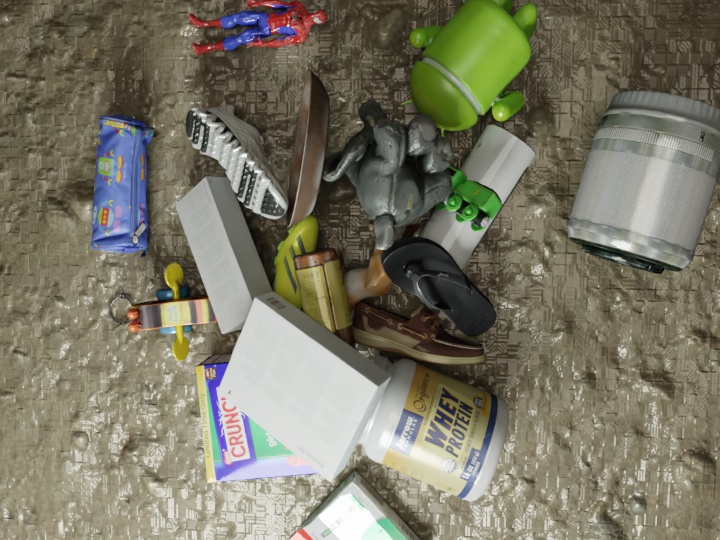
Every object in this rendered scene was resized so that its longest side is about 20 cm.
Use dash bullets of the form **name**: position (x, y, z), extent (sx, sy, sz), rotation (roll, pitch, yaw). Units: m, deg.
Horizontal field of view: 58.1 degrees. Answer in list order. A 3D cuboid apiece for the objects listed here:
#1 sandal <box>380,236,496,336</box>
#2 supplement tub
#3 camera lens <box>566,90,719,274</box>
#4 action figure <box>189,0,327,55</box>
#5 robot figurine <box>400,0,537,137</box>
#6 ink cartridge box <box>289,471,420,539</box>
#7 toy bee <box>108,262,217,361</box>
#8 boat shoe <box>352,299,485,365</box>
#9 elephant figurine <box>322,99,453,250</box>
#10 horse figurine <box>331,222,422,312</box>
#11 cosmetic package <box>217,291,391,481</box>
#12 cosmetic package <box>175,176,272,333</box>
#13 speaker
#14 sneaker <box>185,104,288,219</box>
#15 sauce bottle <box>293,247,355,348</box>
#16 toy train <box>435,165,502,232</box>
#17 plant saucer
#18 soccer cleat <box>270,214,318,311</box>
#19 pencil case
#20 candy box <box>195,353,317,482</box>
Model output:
- **sandal**: position (0.112, 0.024, 0.855), extent (0.199, 0.043, 0.076), rotation (34, 112, -24)
- **supplement tub**: position (0.089, 0.210, 0.888), extent (0.196, 0.144, 0.147), rotation (21, 96, 4)
- **camera lens**: position (0.364, -0.107, 0.830), extent (0.157, 0.160, 0.204), rotation (16, 95, 4)
- **action figure**: position (-0.144, -0.348, 0.923), extent (0.195, 0.052, 0.067), rotation (-6, 90, 4)
- **robot figurine**: position (0.146, -0.274, 0.860), extent (0.175, 0.116, 0.201), rotation (42, 95, 9)
- **ink cartridge box**: position (-0.021, 0.430, 0.964), extent (0.161, 0.050, 0.200), rotation (44, 95, 1)
- **toy bee**: position (-0.284, 0.070, 0.935), extent (0.197, 0.109, 0.133), rotation (-26, 93, 7)
- **boat shoe**: position (0.083, 0.084, 0.919), extent (0.196, 0.072, 0.074), rotation (12, 94, 12)
- **elephant figurine**: position (0.020, -0.135, 0.845), extent (0.153, 0.199, 0.144), rotation (-24, 114, -28)
- **horse figurine**: position (0.000, 0.000, 0.904), extent (0.197, 0.050, 0.135), rotation (-25, 65, 24)
- **cosmetic package**: position (-0.077, 0.146, 0.835), extent (0.198, 0.051, 0.153), rotation (33, 109, 18)
- **cosmetic package**: position (-0.190, -0.023, 0.916), extent (0.082, 0.050, 0.203), rotation (-29, 78, 37)
- **speaker**: position (0.154, -0.094, 0.892), extent (0.080, 0.081, 0.202), rotation (32, 96, 3)
- **sneaker**: position (-0.158, -0.160, 0.906), extent (0.201, 0.080, 0.075), rotation (50, 137, 12)
- **sauce bottle**: position (-0.043, 0.074, 0.868), extent (0.064, 0.066, 0.205), rotation (-9, 94, 6)
- **toy train**: position (0.107, -0.114, 0.862), extent (0.057, 0.042, 0.199), rotation (-51, 46, 0)
- **plant saucer**: position (-0.069, -0.158, 0.857), extent (0.031, 0.200, 0.205), rotation (6, 95, -12)
- **soccer cleat**: position (-0.093, 0.019, 0.925), extent (0.083, 0.065, 0.203), rotation (29, 107, 16)
- **pencil case**: position (-0.344, -0.121, 0.940), extent (0.085, 0.077, 0.205), rotation (8, 96, 34)
- **candy box**: position (-0.130, 0.205, 0.943), extent (0.195, 0.077, 0.173), rotation (-6, 92, 7)
